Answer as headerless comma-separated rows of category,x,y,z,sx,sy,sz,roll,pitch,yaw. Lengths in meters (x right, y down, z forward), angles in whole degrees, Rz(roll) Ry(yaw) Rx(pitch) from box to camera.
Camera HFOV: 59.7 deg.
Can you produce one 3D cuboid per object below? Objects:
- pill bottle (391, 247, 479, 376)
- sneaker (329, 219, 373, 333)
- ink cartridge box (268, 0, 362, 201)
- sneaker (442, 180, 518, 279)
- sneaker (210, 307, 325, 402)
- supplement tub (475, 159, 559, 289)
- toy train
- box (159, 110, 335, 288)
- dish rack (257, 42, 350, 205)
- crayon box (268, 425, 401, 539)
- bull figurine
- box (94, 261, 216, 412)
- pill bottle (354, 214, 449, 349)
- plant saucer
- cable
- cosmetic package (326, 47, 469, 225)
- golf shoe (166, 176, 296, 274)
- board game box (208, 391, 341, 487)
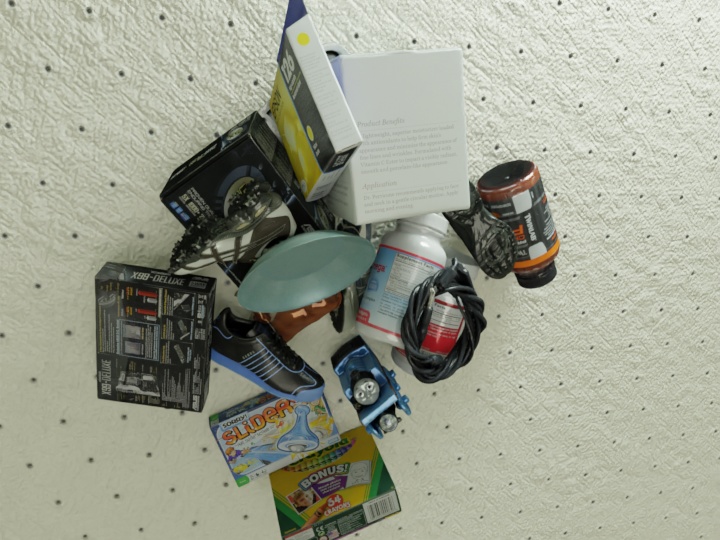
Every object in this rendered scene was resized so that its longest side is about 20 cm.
pill bottle,0.129,0.071,1.049,0.110,0.112,0.204,12,106,-20
sneaker,0.000,0.000,1.018,0.085,0.077,0.205,-6,117,-29
ink cartridge box,-0.073,-0.209,0.774,0.046,0.198,0.204,-23,87,-16
sneaker,0.180,-0.075,0.996,0.075,0.091,0.202,-36,109,0
sneaker,-0.136,0.127,0.943,0.196,0.071,0.079,24,116,-6
supplement tub,0.269,-0.072,1.043,0.105,0.107,0.203,-27,114,-5
toy train,0.013,0.187,1.015,0.086,0.200,0.115,-39,105,2
box,-0.153,-0.088,0.892,0.161,0.087,0.201,-28,119,17
dish rack,-0.059,-0.210,0.929,0.200,0.044,0.172,-45,114,3
crayon box,-0.050,0.369,1.071,0.196,0.173,0.059,-19,118,-9
bull figurine,-0.127,0.066,0.992,0.198,0.065,0.122,-34,113,6
box,-0.290,0.099,0.890,0.153,0.050,0.204,8,115,-4
pill bottle,0.068,0.011,0.961,0.107,0.108,0.205,19,88,-22
plant saucer,-0.076,-0.007,0.849,0.197,0.039,0.202,-20,158,-8
cable,0.128,0.092,0.935,0.164,0.050,0.202,-50,137,-28
cosmetic package,0.038,-0.181,0.843,0.161,0.165,0.205,-8,103,-14
golf shoe,-0.172,-0.033,0.831,0.197,0.079,0.094,-27,130,26
board game box,-0.145,0.274,1.085,0.196,0.035,0.138,-23,114,-8
